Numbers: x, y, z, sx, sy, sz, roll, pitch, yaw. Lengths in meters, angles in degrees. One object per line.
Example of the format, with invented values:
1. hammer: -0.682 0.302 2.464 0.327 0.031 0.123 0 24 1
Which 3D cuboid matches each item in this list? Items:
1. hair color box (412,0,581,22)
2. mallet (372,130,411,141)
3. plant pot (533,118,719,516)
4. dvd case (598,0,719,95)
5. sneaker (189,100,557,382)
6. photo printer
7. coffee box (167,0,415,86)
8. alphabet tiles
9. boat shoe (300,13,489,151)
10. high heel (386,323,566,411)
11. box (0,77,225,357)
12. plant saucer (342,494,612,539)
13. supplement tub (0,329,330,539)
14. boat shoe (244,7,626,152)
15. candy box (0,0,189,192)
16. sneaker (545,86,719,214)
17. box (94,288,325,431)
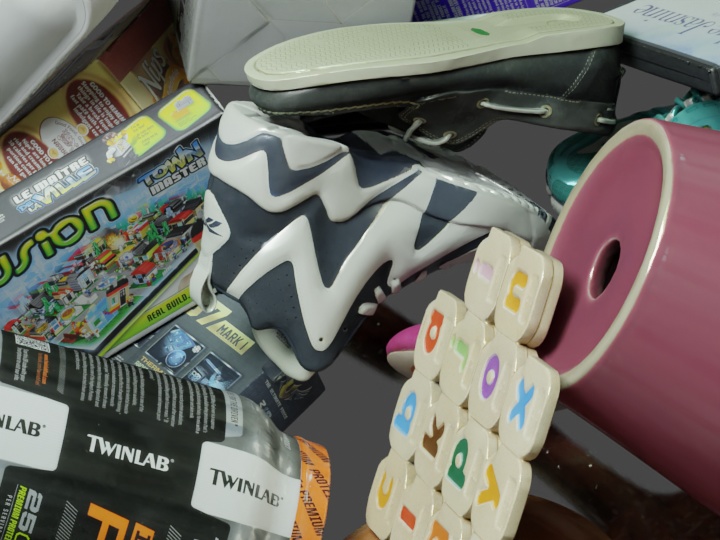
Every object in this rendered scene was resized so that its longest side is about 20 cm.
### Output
1. hair color box: 0.042 -0.182 1.550 0.199 0.065 0.110 -20 46 5
2. mallet: -0.048 -0.047 1.479 0.199 0.066 0.042 -1 75 24
3. plant pot: 0.179 0.025 1.192 0.201 0.178 0.201 -57 19 32
4. dvd case: 0.226 -0.143 1.400 0.199 0.018 0.143 -23 23 -19
5. sneaker: 0.000 0.000 1.374 0.079 0.198 0.130 37 111 51
6. photo printer: -0.155 -0.164 1.380 0.200 0.069 0.167 -37 22 53
7. coffee box: -0.046 -0.178 1.436 0.113 0.080 0.200 2 33 -15
8. alphabet tiles: 0.046 0.084 1.221 0.196 0.014 0.201 -145 71 -73
9. boat shoe: 0.039 -0.097 1.473 0.198 0.074 0.069 -1 73 -2
10. high heel: 0.114 0.018 1.356 0.198 0.068 0.097 3 63 7
11. box: -0.145 -0.004 1.386 0.199 0.110 0.035 -31 46 -8
12. plant saucer: 0.041 0.185 1.275 0.199 0.038 0.201 -12 49 15
13. supplement tub: -0.122 0.105 1.290 0.199 0.123 0.123 15 52 -12
14. boat shoe: 0.039 -0.089 1.346 0.198 0.068 0.072 -6 22 -20
15. candy box: -0.174 -0.064 1.475 0.199 0.055 0.116 -35 13 28
16. sneaker: 0.187 -0.080 1.395 0.199 0.080 0.078 -17 49 11
17. box: -0.140 0.056 1.445 0.158 0.051 0.200 -43 50 -16
